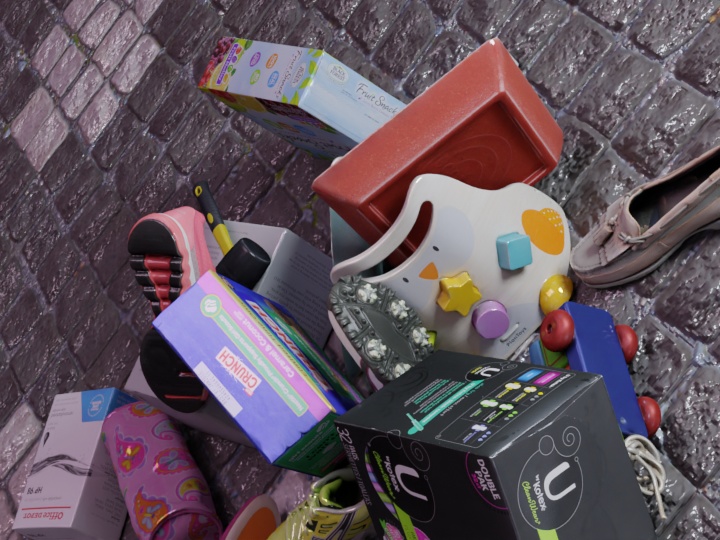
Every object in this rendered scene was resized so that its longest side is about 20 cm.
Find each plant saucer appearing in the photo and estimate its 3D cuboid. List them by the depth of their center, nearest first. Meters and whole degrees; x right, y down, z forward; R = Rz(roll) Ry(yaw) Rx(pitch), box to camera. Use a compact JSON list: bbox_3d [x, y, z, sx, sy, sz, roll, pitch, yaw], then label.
[{"bbox_3d":[0.080,-0.085,1.486,0.200,0.200,0.037,-39,59,6],"label":"plant saucer"},{"bbox_3d":[0.000,0.000,1.603,0.038,0.202,0.202,-5,51,4],"label":"plant saucer"}]

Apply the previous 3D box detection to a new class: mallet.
[{"bbox_3d":[-0.145,-0.029,1.710,0.066,0.041,0.200,-54,32,8],"label":"mallet"}]

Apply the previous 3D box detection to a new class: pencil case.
[{"bbox_3d":[-0.202,0.216,1.736,0.088,0.087,0.200,-50,36,10],"label":"pencil case"}]

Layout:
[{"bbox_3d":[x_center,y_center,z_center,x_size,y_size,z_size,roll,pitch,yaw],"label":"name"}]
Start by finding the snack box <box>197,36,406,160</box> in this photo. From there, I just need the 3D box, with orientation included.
[{"bbox_3d":[-0.045,-0.168,1.757,0.199,0.168,0.068,19,82,53],"label":"snack box"}]

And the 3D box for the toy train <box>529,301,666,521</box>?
[{"bbox_3d":[0.176,0.137,1.362,0.116,0.084,0.201,-48,41,40],"label":"toy train"}]

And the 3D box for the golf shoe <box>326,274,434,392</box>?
[{"bbox_3d":[0.031,0.093,1.457,0.088,0.200,0.077,-29,20,46],"label":"golf shoe"}]

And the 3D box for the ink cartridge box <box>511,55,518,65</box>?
[{"bbox_3d":[0.095,-0.144,1.622,0.094,0.037,0.200,-36,17,27],"label":"ink cartridge box"}]

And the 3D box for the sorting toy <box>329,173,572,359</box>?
[{"bbox_3d":[0.070,0.001,1.487,0.200,0.179,0.107,-47,37,15],"label":"sorting toy"}]

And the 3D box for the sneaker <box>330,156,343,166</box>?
[{"bbox_3d":[0.047,-0.062,1.647,0.199,0.080,0.077,20,78,50],"label":"sneaker"}]

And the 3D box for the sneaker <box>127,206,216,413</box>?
[{"bbox_3d":[-0.159,0.035,1.605,0.073,0.202,0.087,7,23,27],"label":"sneaker"}]

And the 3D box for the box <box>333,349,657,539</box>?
[{"bbox_3d":[0.101,0.160,1.312,0.124,0.150,0.199,-32,21,-30],"label":"box"}]

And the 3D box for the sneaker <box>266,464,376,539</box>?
[{"bbox_3d":[-0.028,0.216,1.533,0.200,0.076,0.076,-37,42,28],"label":"sneaker"}]

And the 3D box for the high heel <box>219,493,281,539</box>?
[{"bbox_3d":[-0.133,0.308,1.612,0.096,0.067,0.202,-21,51,56],"label":"high heel"}]

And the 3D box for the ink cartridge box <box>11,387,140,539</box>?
[{"bbox_3d":[-0.304,0.234,1.850,0.115,0.067,0.202,-10,57,45],"label":"ink cartridge box"}]

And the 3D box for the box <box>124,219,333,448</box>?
[{"bbox_3d":[-0.123,0.063,1.730,0.152,0.106,0.201,9,71,51],"label":"box"}]

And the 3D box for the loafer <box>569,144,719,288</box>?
[{"bbox_3d":[0.248,-0.052,1.417,0.199,0.063,0.072,-29,45,33],"label":"loafer"}]

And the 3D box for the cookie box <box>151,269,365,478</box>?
[{"bbox_3d":[-0.073,0.097,1.513,0.075,0.200,0.171,-44,71,5],"label":"cookie box"}]
